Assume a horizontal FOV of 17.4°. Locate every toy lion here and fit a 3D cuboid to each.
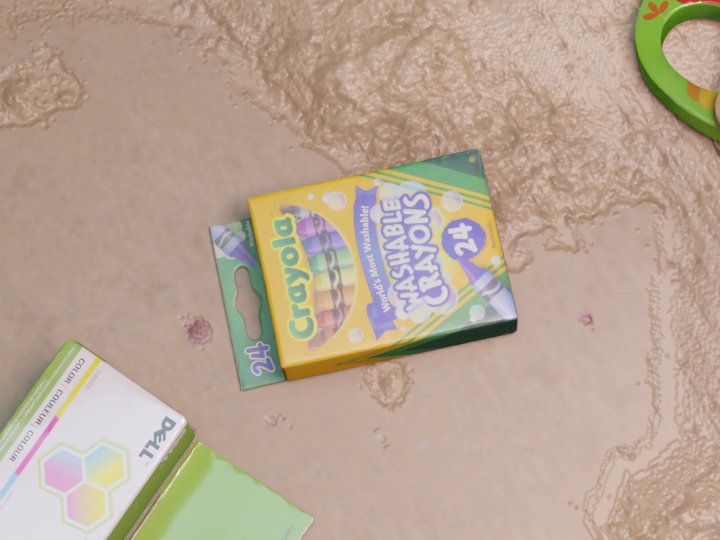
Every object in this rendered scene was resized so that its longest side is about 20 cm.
[{"bbox_3d":[0.268,-0.203,1.681,0.192,0.069,0.200,39,81,18],"label":"toy lion"}]

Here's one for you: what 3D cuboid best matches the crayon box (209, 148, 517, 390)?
[{"bbox_3d":[0.000,0.000,1.644,0.199,0.052,0.126,-13,76,0],"label":"crayon box"}]

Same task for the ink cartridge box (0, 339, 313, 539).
[{"bbox_3d":[-0.154,0.165,1.597,0.200,0.076,0.148,33,80,11],"label":"ink cartridge box"}]
